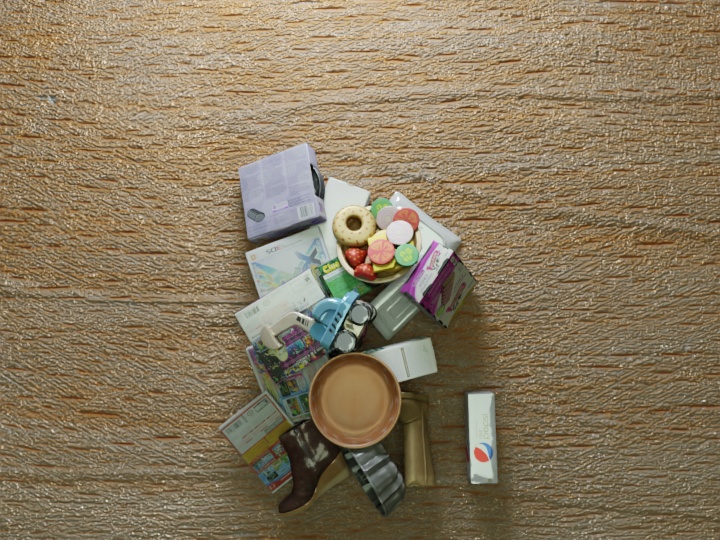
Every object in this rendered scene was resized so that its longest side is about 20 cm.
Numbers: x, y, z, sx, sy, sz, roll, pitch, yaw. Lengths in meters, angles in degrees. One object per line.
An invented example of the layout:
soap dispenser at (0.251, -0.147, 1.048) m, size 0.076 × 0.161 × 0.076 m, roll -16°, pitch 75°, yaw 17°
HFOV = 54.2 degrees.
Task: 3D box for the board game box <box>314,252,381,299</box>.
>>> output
board game box at (0.000, 0.000, 1.594) m, size 0.199 × 0.023 × 0.106 m, roll -27°, pitch 89°, yaw -32°

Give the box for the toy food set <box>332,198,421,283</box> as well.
toy food set at (0.041, -0.067, 1.553) m, size 0.195 × 0.049 × 0.202 m, roll -13°, pitch 63°, yaw 1°

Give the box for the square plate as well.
square plate at (0.107, -0.053, 1.670) m, size 0.199 × 0.028 × 0.199 m, roll 37°, pitch 87°, yaw 3°

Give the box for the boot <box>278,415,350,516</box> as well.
boot at (-0.139, 0.442, 1.596) m, size 0.199 × 0.072 × 0.167 m, roll -35°, pitch 97°, yaw 1°

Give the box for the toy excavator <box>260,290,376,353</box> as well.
toy excavator at (-0.090, 0.112, 1.494) m, size 0.199 × 0.100 × 0.196 m, roll 30°, pitch 94°, yaw 10°

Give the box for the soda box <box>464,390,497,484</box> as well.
soda box at (0.275, 0.380, 1.614) m, size 0.063 × 0.068 × 0.203 m, roll -2°, pitch 85°, yaw 0°

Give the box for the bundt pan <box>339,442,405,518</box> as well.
bundt pan at (0.031, 0.437, 1.557) m, size 0.075 × 0.202 × 0.203 m, roll -31°, pitch 86°, yaw -15°

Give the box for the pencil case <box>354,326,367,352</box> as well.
pencil case at (-0.081, 0.115, 1.630) m, size 0.198 × 0.091 × 0.095 m, roll 21°, pitch 83°, yaw 5°

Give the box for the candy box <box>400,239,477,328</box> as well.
candy box at (0.180, 0.036, 1.576) m, size 0.061 × 0.200 × 0.137 m, roll 32°, pitch 87°, yaw 31°

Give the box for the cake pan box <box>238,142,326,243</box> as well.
cake pan box at (-0.180, -0.178, 1.626) m, size 0.198 × 0.052 × 0.187 m, roll -18°, pitch 75°, yaw 18°

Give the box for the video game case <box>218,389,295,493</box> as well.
video game case at (-0.209, 0.394, 1.618) m, size 0.142 × 0.017 × 0.201 m, roll -37°, pitch 99°, yaw 1°

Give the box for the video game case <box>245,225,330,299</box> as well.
video game case at (-0.146, 0.024, 1.589) m, size 0.180 × 0.022 × 0.202 m, roll -20°, pitch 84°, yaw 3°

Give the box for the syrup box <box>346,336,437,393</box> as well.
syrup box at (0.063, 0.210, 1.574) m, size 0.197 × 0.079 × 0.083 m, roll -13°, pitch 88°, yaw -10°

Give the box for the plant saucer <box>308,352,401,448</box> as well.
plant saucer at (-0.011, 0.274, 1.499) m, size 0.197 × 0.037 × 0.203 m, roll 0°, pitch 88°, yaw 0°

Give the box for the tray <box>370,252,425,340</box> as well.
tray at (0.109, 0.063, 1.634) m, size 0.200 × 0.022 × 0.108 m, roll -43°, pitch 115°, yaw -6°

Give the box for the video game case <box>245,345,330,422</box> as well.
video game case at (-0.147, 0.244, 1.613) m, size 0.180 × 0.024 × 0.202 m, roll -19°, pitch 98°, yaw 13°

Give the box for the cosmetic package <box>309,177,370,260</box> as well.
cosmetic package at (-0.058, -0.102, 1.646) m, size 0.106 × 0.085 × 0.202 m, roll 22°, pitch 86°, yaw 4°

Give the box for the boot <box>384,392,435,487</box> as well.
boot at (0.107, 0.376, 1.560) m, size 0.066 × 0.174 × 0.203 m, roll -16°, pitch 68°, yaw 40°

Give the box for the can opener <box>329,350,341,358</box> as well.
can opener at (0.006, 0.220, 1.632) m, size 0.197 × 0.063 × 0.080 m, roll 13°, pitch 85°, yaw 2°

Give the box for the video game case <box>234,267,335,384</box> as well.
video game case at (-0.148, 0.122, 1.551) m, size 0.199 × 0.036 × 0.183 m, roll -31°, pitch 94°, yaw 4°
